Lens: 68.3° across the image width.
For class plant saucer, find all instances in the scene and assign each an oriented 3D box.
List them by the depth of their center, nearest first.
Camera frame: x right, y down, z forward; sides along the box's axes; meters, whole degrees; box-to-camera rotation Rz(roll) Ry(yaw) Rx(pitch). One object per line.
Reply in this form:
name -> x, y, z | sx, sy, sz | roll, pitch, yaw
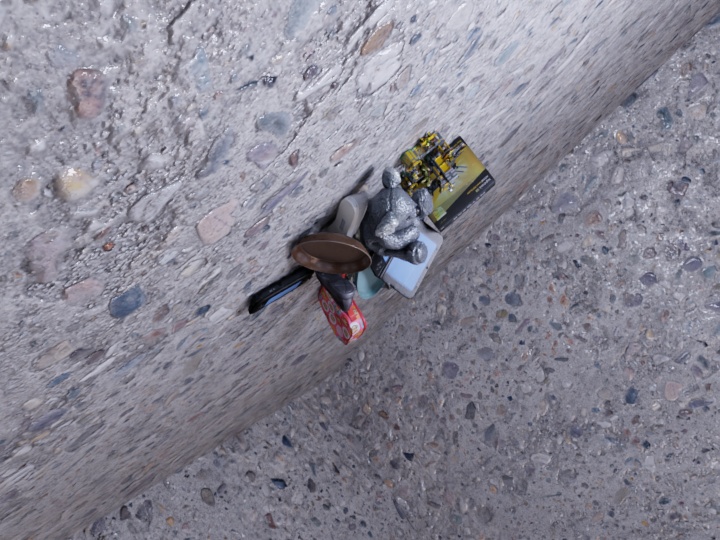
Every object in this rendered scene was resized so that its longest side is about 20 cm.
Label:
plant saucer -> -0.067, -0.043, 1.265 | 0.191, 0.036, 0.201 | 6, 159, 2
plant saucer -> 0.040, -0.024, 1.430 | 0.200, 0.027, 0.205 | -44, 147, -38

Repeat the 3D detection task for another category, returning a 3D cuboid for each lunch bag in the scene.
lunch bag -> -0.060, 0.127, 1.722 | 0.080, 0.204, 0.177 | -26, 165, -22

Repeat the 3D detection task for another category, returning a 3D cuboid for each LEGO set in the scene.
LEGO set -> 0.176, -0.237, 1.312 | 0.152, 0.117, 0.201 | -35, 167, -14

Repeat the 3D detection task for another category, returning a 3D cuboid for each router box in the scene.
router box -> 0.243, -0.232, 1.439 | 0.199, 0.159, 0.052 | -40, 168, 8

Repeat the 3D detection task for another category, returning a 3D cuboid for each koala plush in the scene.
koala plush -> 0.073, -0.127, 1.226 | 0.176, 0.185, 0.200 | 6, 167, 10

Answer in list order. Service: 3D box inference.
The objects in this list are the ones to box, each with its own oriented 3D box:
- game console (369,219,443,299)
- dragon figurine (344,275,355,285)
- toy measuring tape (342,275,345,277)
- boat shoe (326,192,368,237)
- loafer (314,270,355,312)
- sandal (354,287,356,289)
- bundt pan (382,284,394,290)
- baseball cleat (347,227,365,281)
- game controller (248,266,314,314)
game console -> 0.122, -0.059, 1.393 | 0.204, 0.114, 0.176 | -60, 158, -11
dragon figurine -> 0.000, 0.000, 1.551 | 0.193, 0.060, 0.101 | -17, 150, -5
toy measuring tape -> -0.070, -0.016, 1.479 | 0.072, 0.074, 0.201 | -34, 166, -14
boat shoe -> -0.030, -0.116, 1.282 | 0.068, 0.072, 0.203 | -31, 157, -32
loafer -> -0.075, 0.033, 1.376 | 0.069, 0.200, 0.065 | -10, 123, -24
sandal -> -0.028, 0.021, 1.703 | 0.208, 0.077, 0.061 | 74, 40, -70
bundt pan -> 0.103, 0.001, 1.742 | 0.199, 0.197, 0.079 | -25, 125, -45
baseball cleat -> 0.000, -0.068, 1.422 | 0.105, 0.069, 0.205 | -32, 145, -32
game controller -> -0.208, 0.053, 1.395 | 0.197, 0.043, 0.105 | -31, 165, -32
